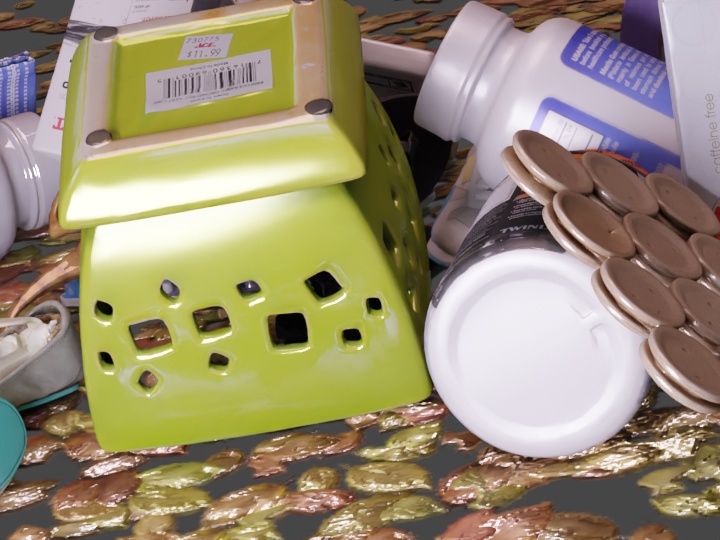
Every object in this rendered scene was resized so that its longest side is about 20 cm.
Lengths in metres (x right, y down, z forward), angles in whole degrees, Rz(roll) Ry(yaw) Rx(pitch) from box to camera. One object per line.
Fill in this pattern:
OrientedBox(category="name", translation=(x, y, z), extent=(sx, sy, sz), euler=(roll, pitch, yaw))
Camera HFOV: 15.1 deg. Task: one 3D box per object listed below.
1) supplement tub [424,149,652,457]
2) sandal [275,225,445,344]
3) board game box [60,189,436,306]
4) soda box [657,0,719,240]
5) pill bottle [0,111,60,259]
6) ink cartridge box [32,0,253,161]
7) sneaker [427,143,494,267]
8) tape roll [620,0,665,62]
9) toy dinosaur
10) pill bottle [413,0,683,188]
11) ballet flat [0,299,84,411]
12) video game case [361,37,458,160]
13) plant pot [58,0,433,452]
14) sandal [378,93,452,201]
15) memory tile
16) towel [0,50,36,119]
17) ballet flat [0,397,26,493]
OrientedBox(category="supplement tub", translation=(0.111, 0.009, 1.460), extent=(0.122, 0.123, 0.200), euler=(-6, 18, 16))
OrientedBox(category="sandal", translation=(-0.001, 0.000, 1.676), extent=(0.075, 0.048, 0.200), euler=(-3, 18, 22))
OrientedBox(category="board game box", translation=(-0.075, -0.025, 1.837), extent=(0.199, 0.026, 0.200), euler=(-2, 19, 26))
OrientedBox(category="soda box", translation=(0.210, -0.065, 1.499), extent=(0.068, 0.201, 0.064), euler=(-9, 16, 6))
OrientedBox(category="pill bottle", translation=(-0.309, -0.046, 1.897), extent=(0.199, 0.112, 0.111), euler=(-20, 20, -25))
OrientedBox(category="ink cartridge box", translation=(-0.111, -0.150, 1.754), extent=(0.144, 0.201, 0.084), euler=(13, -5, 33))
OrientedBox(category="sneaker", translation=(0.088, -0.049, 1.692), extent=(0.076, 0.081, 0.200), euler=(15, 21, 0))
OrientedBox(category="tape roll", translation=(0.262, -0.130, 1.669), extent=(0.085, 0.201, 0.200), euler=(-27, 23, -39))
OrientedBox(category="toy dinosaur", translation=(-0.170, -0.012, 1.734), extent=(0.199, 0.061, 0.106), euler=(-25, 29, -15))
OrientedBox(category="pill bottle", translation=(0.138, -0.082, 1.609), extent=(0.199, 0.112, 0.112), euler=(26, 27, 9))
OrientedBox(category="ballet flat", translation=(-0.241, 0.070, 1.578), extent=(0.067, 0.064, 0.200), euler=(6, 24, 40))
OrientedBox(category="video game case", translation=(-0.036, -0.133, 1.896), extent=(0.199, 0.023, 0.182), euler=(12, -14, 10))
OrientedBox(category="plant pot", translation=(-0.070, -0.038, 1.535), extent=(0.199, 0.182, 0.199), euler=(-9, 36, 4))
OrientedBox(category="sandal", translation=(-0.014, -0.047, 1.719), extent=(0.200, 0.076, 0.043), euler=(-32, 24, -27))
OrientedBox(category="memory tile", translation=(0.160, 0.009, 1.359), extent=(0.153, 0.017, 0.200), euler=(15, 33, -41))
OrientedBox(category="towel", translation=(-0.323, -0.073, 1.961), extent=(0.199, 0.145, 0.024), euler=(-19, 45, -24))
OrientedBox(category="ballet flat", translation=(-0.247, 0.121, 1.444), extent=(0.069, 0.070, 0.200), euler=(-4, 20, 20))
